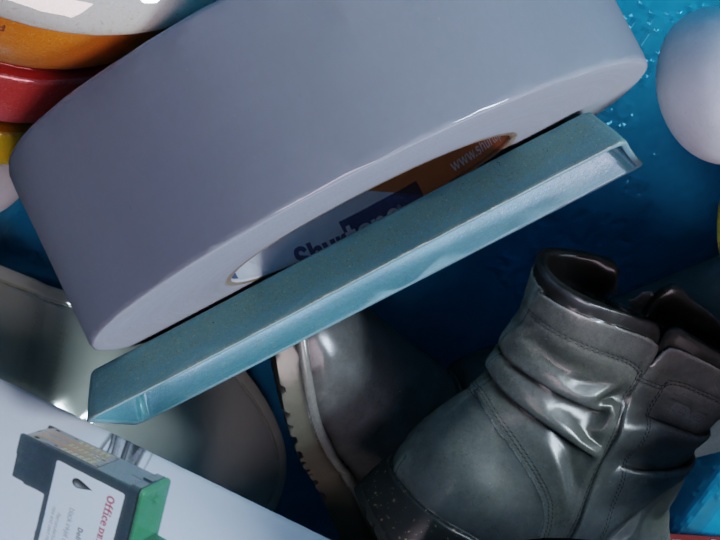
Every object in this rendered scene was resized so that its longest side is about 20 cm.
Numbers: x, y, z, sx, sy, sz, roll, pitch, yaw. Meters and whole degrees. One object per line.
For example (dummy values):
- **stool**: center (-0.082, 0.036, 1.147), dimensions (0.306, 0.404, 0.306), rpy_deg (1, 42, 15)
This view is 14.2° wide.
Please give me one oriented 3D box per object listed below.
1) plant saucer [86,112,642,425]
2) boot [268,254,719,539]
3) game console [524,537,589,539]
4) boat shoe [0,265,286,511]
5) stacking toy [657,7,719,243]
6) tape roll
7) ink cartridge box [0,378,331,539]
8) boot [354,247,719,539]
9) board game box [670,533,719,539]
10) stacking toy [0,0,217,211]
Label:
- **plant saucer**: center (0.000, 0.000, 0.973), dimensions (0.199, 0.019, 0.070), rpy_deg (-28, 171, 7)
- **boot**: center (0.073, 0.032, 1.081), dimensions (0.199, 0.073, 0.182), rpy_deg (-15, 146, 7)
- **game console**: center (0.110, 0.142, 1.009), dimensions (0.199, 0.031, 0.177), rpy_deg (13, 156, -16)
- **boat shoe**: center (-0.111, 0.044, 1.071), dimensions (0.200, 0.073, 0.062), rpy_deg (28, 160, -37)
- **stacking toy**: center (0.170, -0.010, 0.974), dimensions (0.146, 0.146, 0.200), rpy_deg (-36, 103, 15)
- **tape roll**: center (-0.011, -0.047, 0.927), dimensions (0.200, 0.200, 0.066), rpy_deg (-27, 85, 9)
- **ink cartridge box**: center (-0.126, 0.118, 1.000), dimensions (0.199, 0.084, 0.146), rpy_deg (27, 136, -7)
- **boot**: center (0.106, 0.079, 1.053), dimensions (0.200, 0.068, 0.131), rpy_deg (30, 110, -35)
- **board game box**: center (0.078, 0.192, 1.193), dimensions (0.103, 0.019, 0.200), rpy_deg (10, 116, -51)
- **stacking toy**: center (-0.117, -0.085, 0.935), dimensions (0.146, 0.147, 0.200), rpy_deg (7, 144, -18)
